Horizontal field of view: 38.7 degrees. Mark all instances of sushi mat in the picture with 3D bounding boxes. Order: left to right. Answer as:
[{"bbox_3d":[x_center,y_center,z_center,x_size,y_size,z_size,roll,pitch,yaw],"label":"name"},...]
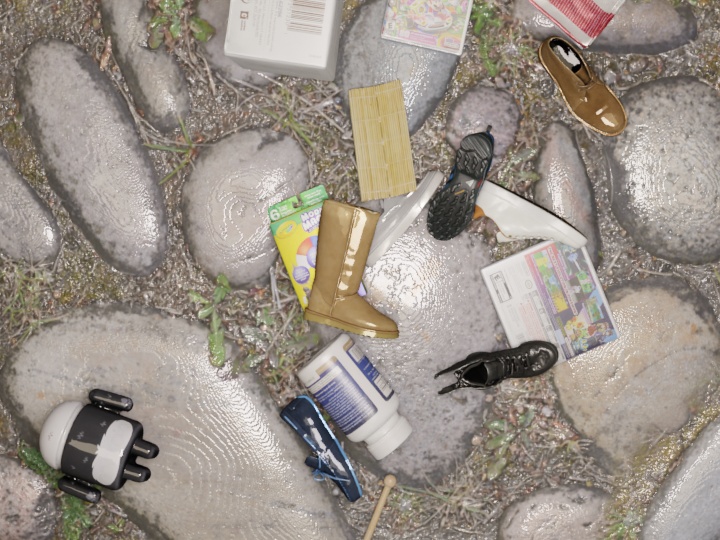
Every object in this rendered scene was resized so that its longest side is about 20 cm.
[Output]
[{"bbox_3d":[0.036,-0.217,1.710,0.094,0.012,0.204,-8,76,5],"label":"sushi mat"}]

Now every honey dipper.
[{"bbox_3d":[0.017,0.449,1.778,0.037,0.038,0.203,21,94,1],"label":"honey dipper"}]

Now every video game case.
[{"bbox_3d":[0.122,-0.474,1.714,0.141,0.018,0.204,12,94,2],"label":"video game case"},{"bbox_3d":[0.322,0.055,1.741,0.180,0.023,0.203,-23,92,4],"label":"video game case"}]

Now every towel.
[{"bbox_3d":[0.383,-0.489,1.698,0.144,0.023,0.201,39,95,0],"label":"towel"}]

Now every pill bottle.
[{"bbox_3d":[-0.005,0.214,1.725,0.111,0.111,0.201,-39,91,5],"label":"pill bottle"}]

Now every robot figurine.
[{"bbox_3d":[-0.447,0.299,1.750,0.197,0.151,0.126,19,132,1],"label":"robot figurine"}]

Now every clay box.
[{"bbox_3d":[-0.076,-0.033,1.741,0.113,0.048,0.203,-22,94,4],"label":"clay box"}]

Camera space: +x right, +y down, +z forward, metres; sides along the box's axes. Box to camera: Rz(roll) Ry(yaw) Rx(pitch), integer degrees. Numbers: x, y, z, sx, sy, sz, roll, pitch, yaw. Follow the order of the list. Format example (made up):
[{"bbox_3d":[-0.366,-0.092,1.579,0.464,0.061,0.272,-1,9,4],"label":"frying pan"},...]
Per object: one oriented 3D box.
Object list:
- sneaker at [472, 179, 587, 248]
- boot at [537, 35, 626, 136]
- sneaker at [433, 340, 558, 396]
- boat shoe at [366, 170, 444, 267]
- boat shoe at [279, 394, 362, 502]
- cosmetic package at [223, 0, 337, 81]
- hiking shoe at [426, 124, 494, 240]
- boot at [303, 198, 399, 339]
[{"bbox_3d":[0.279,-0.071,1.711,0.198,0.073,0.086,29,100,15],"label":"sneaker"},{"bbox_3d":[0.367,-0.302,1.686,0.073,0.075,0.200,-41,92,3],"label":"boot"},{"bbox_3d":[0.226,0.164,1.699,0.197,0.104,0.061,-10,96,19],"label":"sneaker"},{"bbox_3d":[0.058,-0.100,1.725,0.068,0.072,0.200,41,104,-1],"label":"boat shoe"},{"bbox_3d":[-0.070,0.313,1.756,0.068,0.084,0.201,-31,78,-14],"label":"boat shoe"},{"bbox_3d":[-0.116,-0.405,1.639,0.163,0.200,0.170,7,94,2],"label":"cosmetic package"},{"bbox_3d":[0.176,-0.139,1.708,0.074,0.087,0.202,32,119,11],"label":"hiking shoe"},{"bbox_3d":[0.000,0.000,1.684,0.172,0.066,0.203,14,95,2],"label":"boot"}]
